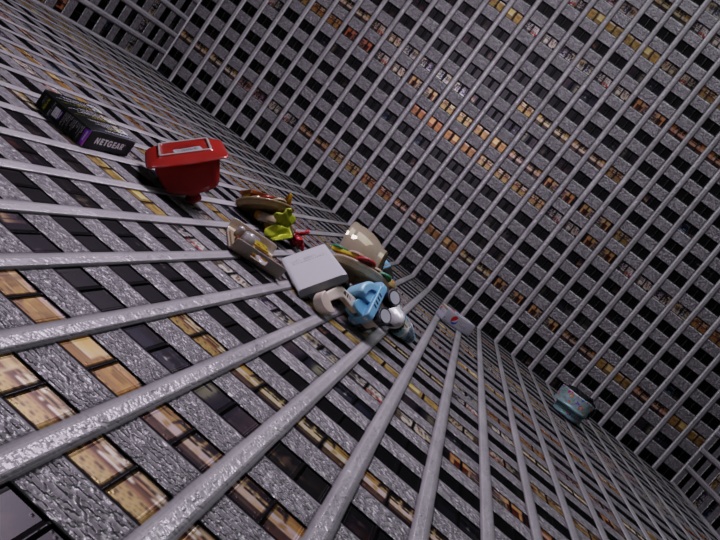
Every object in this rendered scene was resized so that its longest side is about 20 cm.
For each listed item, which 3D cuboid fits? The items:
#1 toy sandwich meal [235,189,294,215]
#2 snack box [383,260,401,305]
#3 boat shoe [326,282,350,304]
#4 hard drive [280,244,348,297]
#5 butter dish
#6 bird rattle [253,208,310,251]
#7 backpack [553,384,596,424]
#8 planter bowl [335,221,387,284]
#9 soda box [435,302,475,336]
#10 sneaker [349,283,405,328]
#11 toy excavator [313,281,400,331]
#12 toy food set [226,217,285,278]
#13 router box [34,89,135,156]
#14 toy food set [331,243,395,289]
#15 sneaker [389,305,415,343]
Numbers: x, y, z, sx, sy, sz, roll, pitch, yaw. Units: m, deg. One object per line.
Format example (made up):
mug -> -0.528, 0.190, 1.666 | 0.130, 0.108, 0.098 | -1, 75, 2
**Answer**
toy sandwich meal -> -0.300, -0.219, 1.961 | 0.203, 0.071, 0.205 | 7, -10, 1
snack box -> 0.095, 0.051, 2.181 | 0.116, 0.037, 0.202 | -127, -162, -61
boat shoe -> -0.073, 0.049, 1.747 | 0.068, 0.072, 0.200 | 42, 2, 39
hard drive -> -0.123, -0.003, 1.629 | 0.200, 0.131, 0.026 | -129, -158, -58
butter dish -> -0.432, -0.243, 1.574 | 0.198, 0.149, 0.200 | -10, 26, -15
bird rattle -> -0.247, -0.143, 1.955 | 0.162, 0.114, 0.200 | 23, 1, 15
backpack -> 0.982, 0.612, 2.871 | 0.177, 0.151, 0.200 | 39, 1, 31
planter bowl -> 0.003, -0.034, 1.954 | 0.134, 0.202, 0.200 | 25, 7, 7
soda box -> 0.455, 0.236, 2.983 | 0.199, 0.064, 0.068 | 33, 9, -30
sneaker -> 0.037, 0.096, 1.852 | 0.199, 0.080, 0.129 | 42, 3, 32
toy excavator -> -0.016, 0.078, 1.600 | 0.099, 0.195, 0.200 | -20, -58, 46
toy food set -> -0.261, -0.065, 1.570 | 0.143, 0.061, 0.200 | 34, 9, -22
router box -> -0.649, -0.347, 1.484 | 0.149, 0.051, 0.200 | 40, 8, 4
toy food set -> 0.000, 0.000, 1.730 | 0.198, 0.049, 0.198 | 22, -16, 20
sneaker -> 0.119, 0.165, 1.962 | 0.086, 0.077, 0.200 | 47, 11, -26
